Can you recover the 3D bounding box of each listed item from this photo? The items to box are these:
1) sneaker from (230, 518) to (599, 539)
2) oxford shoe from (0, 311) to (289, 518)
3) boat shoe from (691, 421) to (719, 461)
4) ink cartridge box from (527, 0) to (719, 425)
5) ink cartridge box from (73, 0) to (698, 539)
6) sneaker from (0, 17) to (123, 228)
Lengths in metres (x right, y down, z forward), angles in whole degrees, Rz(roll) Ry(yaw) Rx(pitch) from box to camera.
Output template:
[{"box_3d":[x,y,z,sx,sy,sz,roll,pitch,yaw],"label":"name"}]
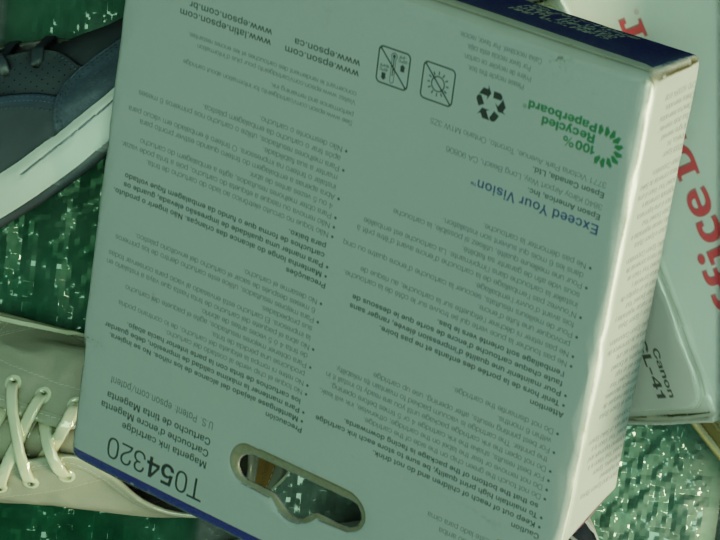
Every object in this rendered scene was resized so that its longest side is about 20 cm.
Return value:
[{"box_3d":[-0.006,0.130,0.852,0.198,0.109,0.071,-18,96,1],"label":"sneaker"},{"box_3d":[-0.120,0.056,0.869,0.198,0.058,0.076,5,99,1],"label":"oxford shoe"},{"box_3d":[0.143,0.034,0.875,0.201,0.063,0.073,45,69,-11],"label":"boat shoe"},{"box_3d":[0.151,-0.053,0.808,0.199,0.086,0.149,-22,94,-22],"label":"ink cartridge box"},{"box_3d":[0.000,0.000,0.770,0.195,0.043,0.202,22,116,29],"label":"ink cartridge box"},{"box_3d":[-0.162,-0.079,0.843,0.201,0.077,0.147,-31,98,4],"label":"sneaker"}]
